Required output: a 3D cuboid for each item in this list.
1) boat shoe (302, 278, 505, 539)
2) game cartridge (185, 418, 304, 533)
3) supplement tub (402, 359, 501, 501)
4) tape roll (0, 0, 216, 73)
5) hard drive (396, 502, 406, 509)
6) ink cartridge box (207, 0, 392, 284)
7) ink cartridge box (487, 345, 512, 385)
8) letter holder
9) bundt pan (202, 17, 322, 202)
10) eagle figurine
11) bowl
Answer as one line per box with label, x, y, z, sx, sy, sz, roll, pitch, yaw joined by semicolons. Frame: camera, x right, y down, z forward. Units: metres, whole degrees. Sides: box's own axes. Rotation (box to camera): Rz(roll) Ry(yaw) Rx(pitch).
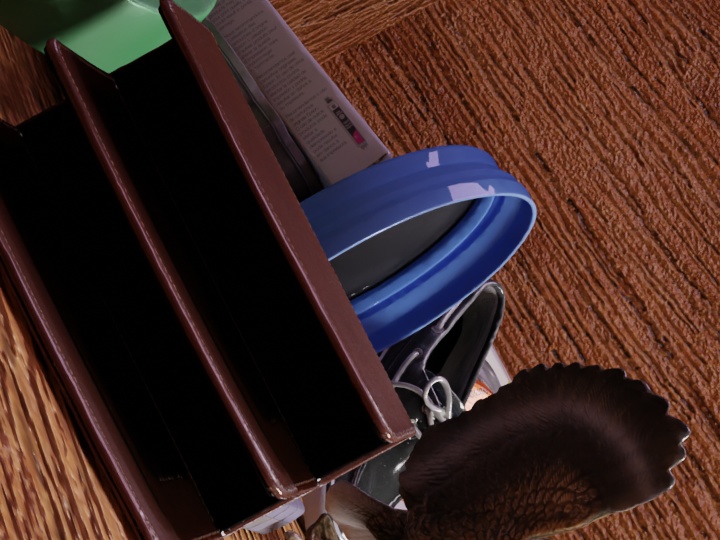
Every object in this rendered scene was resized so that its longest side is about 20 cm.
boat shoe;0.032;0.084;1.087;0.200;0.068;0.074;-58;132;-35
game cartridge;-0.089;0.026;0.864;0.201;0.038;0.130;63;-1;14
supplement tub;0.030;0.088;1.314;0.123;0.122;0.200;61;-5;-22
tape roll;-0.152;-0.182;0.854;0.200;0.048;0.201;42;22;-21
hard drive;0.027;0.201;1.369;0.132;0.026;0.200;62;2;-7
ink cartridge box;-0.045;-0.096;1.059;0.200;0.043;0.196;54;-5;17
ink cartridge box;0.045;0.085;1.620;0.146;0.146;0.200;64;4;32
letter holder;-0.073;0.000;0.718;0.201;0.100;0.142;62;4;7
bundt pan;-0.100;-0.082;1.016;0.202;0.076;0.202;52;-6;7
eagle figurine;0.076;0.145;0.940;0.151;0.199;0.152;63;-4;13
bowl;0.000;0.000;0.994;0.039;0.200;0.201;61;2;17
